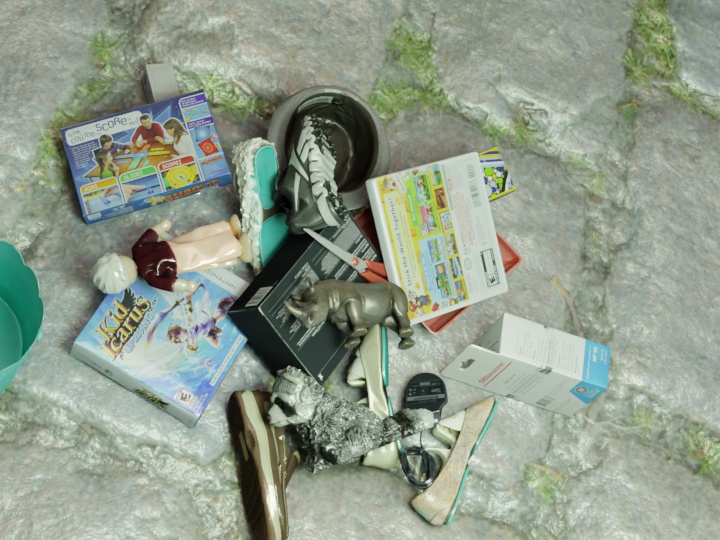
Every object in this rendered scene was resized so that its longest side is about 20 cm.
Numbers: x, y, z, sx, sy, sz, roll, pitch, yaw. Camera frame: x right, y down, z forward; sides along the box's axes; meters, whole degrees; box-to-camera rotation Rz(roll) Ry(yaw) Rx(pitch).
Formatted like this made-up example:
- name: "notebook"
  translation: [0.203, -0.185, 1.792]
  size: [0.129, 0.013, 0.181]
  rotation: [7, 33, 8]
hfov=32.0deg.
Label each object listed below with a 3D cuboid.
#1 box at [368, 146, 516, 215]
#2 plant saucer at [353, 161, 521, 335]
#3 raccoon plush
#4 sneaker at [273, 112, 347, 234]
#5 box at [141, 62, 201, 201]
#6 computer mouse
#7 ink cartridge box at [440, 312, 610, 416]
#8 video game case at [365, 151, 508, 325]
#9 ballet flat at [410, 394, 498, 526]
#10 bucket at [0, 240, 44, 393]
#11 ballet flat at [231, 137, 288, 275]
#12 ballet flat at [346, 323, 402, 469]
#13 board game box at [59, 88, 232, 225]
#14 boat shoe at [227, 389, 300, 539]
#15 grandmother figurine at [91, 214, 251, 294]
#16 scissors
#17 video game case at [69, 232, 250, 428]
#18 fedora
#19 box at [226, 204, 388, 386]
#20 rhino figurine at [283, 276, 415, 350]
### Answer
- name: "box"
  translation: [0.115, -0.105, 1.753]
  size: [0.200, 0.064, 0.070]
  rotation: [-23, 87, -29]
- name: "plant saucer"
  translation: [0.097, -0.029, 1.773]
  size: [0.200, 0.037, 0.200]
  rotation: [-38, 83, -31]
- name: "raccoon plush"
  translation: [-0.022, 0.166, 1.559]
  size: [0.200, 0.097, 0.134]
  rotation: [-16, 81, -36]
- name: "sneaker"
  translation: [-0.076, -0.125, 1.636]
  size: [0.090, 0.066, 0.200]
  rotation: [-24, 49, 16]
- name: "box"
  translation: [-0.259, -0.191, 1.722]
  size: [0.041, 0.039, 0.200]
  rotation: [-9, 68, -23]
- name: "computer mouse"
  translation: [0.083, 0.208, 1.617]
  size: [0.059, 0.034, 0.200]
  rotation: [-4, 39, 11]
- name: "ink cartridge box"
  translation: [0.222, 0.123, 1.696]
  size: [0.200, 0.116, 0.067]
  rotation: [19, 60, -11]
- name: "video game case"
  translation: [0.105, -0.044, 1.685]
  size: [0.182, 0.023, 0.200]
  rotation: [-17, 98, -32]
- name: "ballet flat"
  translation: [0.119, 0.235, 1.634]
  size: [0.067, 0.068, 0.200]
  rotation: [26, 57, 2]
- name: "bucket"
  translation: [-0.476, 0.060, 1.462]
  size: [0.207, 0.135, 0.208]
  rotation: [8, 63, -17]
- name: "ballet flat"
  translation: [-0.136, -0.082, 1.670]
  size: [0.072, 0.072, 0.200]
  rotation: [-12, 111, -25]
- name: "ballet flat"
  translation: [0.013, 0.159, 1.628]
  size: [0.069, 0.069, 0.200]
  rotation: [-2, 74, -21]
- name: "board game box"
  translation: [-0.284, -0.152, 1.662]
  size: [0.200, 0.034, 0.136]
  rotation: [-16, 70, -8]
- name: "boat shoe"
  translation: [-0.106, 0.239, 1.546]
  size: [0.075, 0.075, 0.203]
  rotation: [-1, 65, -27]
- name: "grandmother figurine"
  translation: [-0.240, -0.013, 1.582]
  size: [0.200, 0.061, 0.121]
  rotation: [-15, 42, -22]
- name: "scissors"
  translation: [0.000, 0.000, 1.625]
  size: [0.200, 0.014, 0.073]
  rotation: [17, 77, -41]
- name: "video game case"
  translation: [-0.238, 0.069, 1.597]
  size: [0.181, 0.045, 0.200]
  rotation: [31, 59, -2]
- name: "fedora"
  translation: [-0.052, -0.158, 1.750]
  size: [0.177, 0.090, 0.200]
  rotation: [11, 65, -14]
- name: "box"
  translation: [-0.058, 0.034, 1.630]
  size: [0.141, 0.079, 0.200]
  rotation: [53, 55, -21]
- name: "rhino figurine"
  translation: [-0.015, 0.049, 1.569]
  size: [0.200, 0.060, 0.088]
  rotation: [6, 55, -37]
